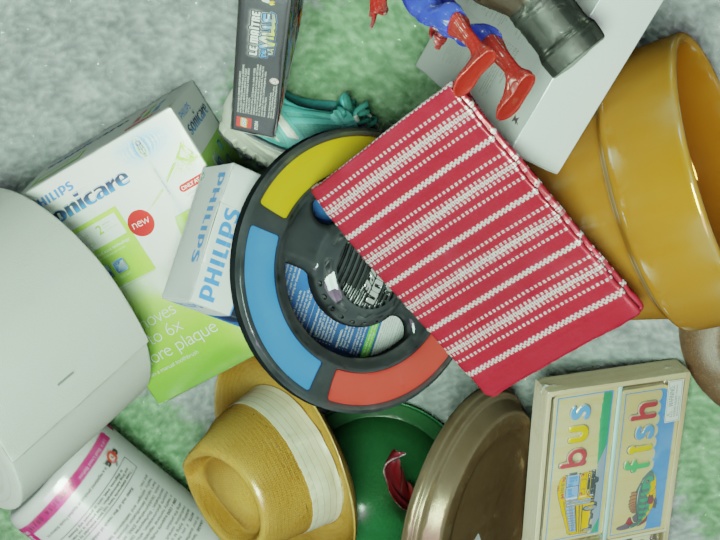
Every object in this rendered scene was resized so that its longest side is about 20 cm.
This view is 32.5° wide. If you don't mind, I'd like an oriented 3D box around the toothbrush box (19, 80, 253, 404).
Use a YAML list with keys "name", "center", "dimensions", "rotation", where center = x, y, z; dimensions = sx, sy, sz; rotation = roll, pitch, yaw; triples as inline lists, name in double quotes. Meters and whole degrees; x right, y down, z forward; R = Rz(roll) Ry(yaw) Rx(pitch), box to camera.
- name: "toothbrush box"
  center: [-0.146, -0.020, 0.971]
  dimensions: [0.144, 0.086, 0.201]
  rotation: [-26, 107, 14]

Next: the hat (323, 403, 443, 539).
- name: "hat"
  center: [0.009, 0.213, 1.004]
  dimensions: [0.164, 0.176, 0.202]
  rotation: [-24, 109, 13]

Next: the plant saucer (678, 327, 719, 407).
- name: "plant saucer"
  center: [0.356, 0.045, 0.984]
  dimensions: [0.197, 0.037, 0.203]
  rotation: [2, 113, 5]

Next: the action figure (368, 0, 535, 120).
- name: "action figure"
  center: [0.038, -0.171, 0.775]
  dimensions: [0.065, 0.201, 0.052]
  rotation: [15, 125, -39]

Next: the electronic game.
- name: "electronic game"
  center: [0.000, 0.000, 0.875]
  dimensions: [0.198, 0.041, 0.203]
  rotation: [0, 89, -29]

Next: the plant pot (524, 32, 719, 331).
- name: "plant pot"
  center: [0.174, -0.045, 0.889]
  dimensions: [0.181, 0.201, 0.202]
  rotation: [-16, 112, 28]

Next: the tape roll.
- name: "tape roll"
  center: [-0.277, 0.059, 0.936]
  dimensions: [0.201, 0.139, 0.204]
  rotation: [30, 144, 25]

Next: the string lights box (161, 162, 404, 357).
- name: "string lights box"
  center: [-0.035, 0.005, 0.914]
  dimensions: [0.198, 0.059, 0.104]
  rotation: [22, 80, -28]

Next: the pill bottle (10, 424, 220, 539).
- name: "pill bottle"
  center: [-0.191, 0.230, 1.064]
  dimensions: [0.200, 0.114, 0.113]
  rotation: [42, 110, -12]

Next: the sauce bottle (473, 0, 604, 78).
- name: "sauce bottle"
  center: [0.072, -0.207, 0.744]
  dimensions: [0.064, 0.065, 0.201]
  rotation: [-36, 93, 18]

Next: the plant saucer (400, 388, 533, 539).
- name: "plant saucer"
  center: [0.093, 0.192, 0.985]
  dimensions: [0.029, 0.199, 0.203]
  rotation: [16, 117, 30]

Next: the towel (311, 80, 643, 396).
- name: "towel"
  center: [0.077, -0.014, 0.820]
  dimensions: [0.144, 0.023, 0.200]
  rotation: [-34, 104, 36]

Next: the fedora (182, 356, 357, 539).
- name: "fedora"
  center: [-0.084, 0.164, 0.988]
  dimensions: [0.081, 0.200, 0.203]
  rotation: [-23, 116, -31]

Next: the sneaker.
- name: "sneaker"
  center: [-0.010, -0.091, 0.939]
  dimensions: [0.198, 0.078, 0.080]
  rotation: [27, 100, -9]

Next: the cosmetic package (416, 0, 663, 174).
- name: "cosmetic package"
  center: [0.132, -0.189, 0.830]
  dimensions: [0.051, 0.151, 0.201]
  rotation: [20, 110, -31]

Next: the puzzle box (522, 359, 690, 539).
- name: "puzzle box"
  center: [0.202, 0.175, 1.031]
  dimensions: [0.131, 0.025, 0.203]
  rotation: [-7, 114, -16]

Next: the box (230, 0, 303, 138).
- name: "box"
  center: [-0.057, -0.194, 0.826]
  dimensions: [0.034, 0.111, 0.201]
  rotation: [10, 149, -2]
